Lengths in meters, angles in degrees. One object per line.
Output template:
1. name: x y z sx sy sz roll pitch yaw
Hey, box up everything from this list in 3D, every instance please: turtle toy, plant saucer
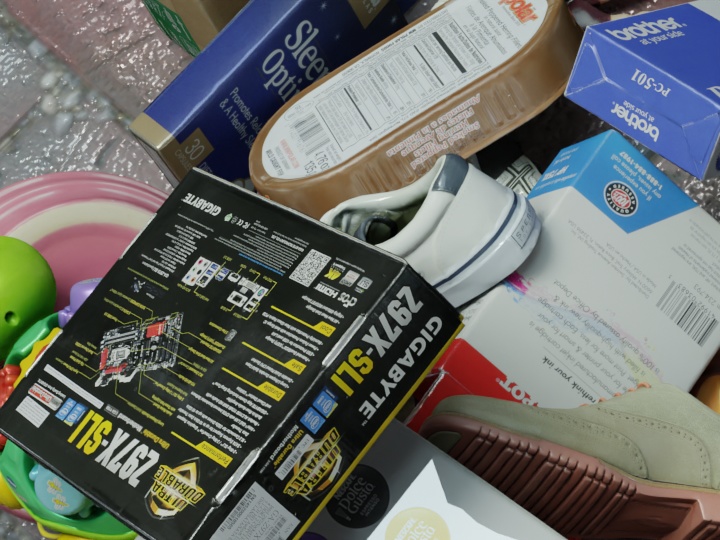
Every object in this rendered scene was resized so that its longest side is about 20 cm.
1. turtle toy: -0.144 0.058 1.315 0.146 0.101 0.200 -45 55 -7
2. plant saucer: -0.147 0.040 1.417 0.200 0.051 0.201 4 77 -18

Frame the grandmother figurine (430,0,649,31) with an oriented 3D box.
1. grandmother figurine: 0.126 -0.176 1.496 0.200 0.061 0.121 -31 50 -2

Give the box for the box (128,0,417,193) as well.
1. box: -0.035 -0.117 1.481 0.032 0.121 0.200 37 80 31

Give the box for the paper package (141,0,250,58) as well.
1. paper package: -0.052 -0.221 1.495 0.191 0.200 0.103 -44 59 -7

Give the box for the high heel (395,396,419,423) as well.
1. high heel: 0.010 0.068 1.385 0.067 0.096 0.200 -3 63 17

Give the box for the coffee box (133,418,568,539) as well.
1. coffee box: -0.013 0.190 1.243 0.198 0.200 0.200 35 77 12

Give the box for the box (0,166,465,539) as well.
1. box: -0.065 0.046 1.164 0.160 0.049 0.200 -53 34 -9

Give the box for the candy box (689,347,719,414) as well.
1. candy box: 0.239 0.120 1.304 0.200 0.056 0.117 34 79 31

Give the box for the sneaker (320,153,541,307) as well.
1. sneaker: 0.000 0.000 1.320 0.200 0.071 0.073 -34 21 32

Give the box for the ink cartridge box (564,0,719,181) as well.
1. ink cartridge box: 0.206 -0.104 1.363 0.094 0.200 0.044 36 124 30

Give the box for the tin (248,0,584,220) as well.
1. tin: 0.030 -0.091 1.415 0.200 0.042 0.112 -32 34 1

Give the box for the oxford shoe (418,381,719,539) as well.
1. oxford shoe: 0.121 0.089 1.255 0.200 0.071 0.074 18 57 -17

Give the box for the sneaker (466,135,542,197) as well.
1. sneaker: 0.095 -0.019 1.428 0.087 0.076 0.200 -9 57 -11

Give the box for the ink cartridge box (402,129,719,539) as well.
1. ink cartridge box: 0.102 0.043 1.314 0.116 0.067 0.200 41 72 -11
